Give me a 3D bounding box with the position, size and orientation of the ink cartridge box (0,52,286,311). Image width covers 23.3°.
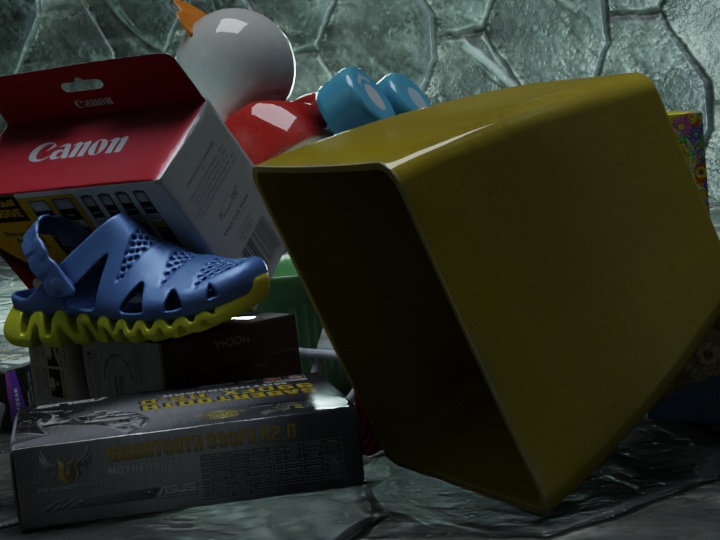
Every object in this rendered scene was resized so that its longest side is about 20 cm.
[{"bbox_3d":[-0.177,-0.055,1.230,0.199,0.176,0.084,-4,45,36],"label":"ink cartridge box"}]

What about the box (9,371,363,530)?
[{"bbox_3d":[-0.108,0.105,1.052,0.199,0.049,0.158,-6,5,-8],"label":"box"}]

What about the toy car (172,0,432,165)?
[{"bbox_3d":[-0.077,-0.138,1.381,0.184,0.201,0.177,-37,-11,21],"label":"toy car"}]

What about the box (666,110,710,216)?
[{"bbox_3d":[0.151,-0.015,1.301,0.199,0.194,0.122,-6,5,-1],"label":"box"}]

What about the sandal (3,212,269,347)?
[{"bbox_3d":[-0.155,0.003,1.156,0.199,0.088,0.079,-4,7,21],"label":"sandal"}]

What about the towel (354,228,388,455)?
[{"bbox_3d":[0.046,0.033,1.139,0.022,0.146,0.200,3,7,27],"label":"towel"}]

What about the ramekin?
[{"bbox_3d":[-0.036,0.042,1.404,0.199,0.098,0.200,-5,5,0],"label":"ramekin"}]

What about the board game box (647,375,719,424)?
[{"bbox_3d":[0.303,0.063,1.123,0.199,0.041,0.153,-10,6,-41],"label":"board game box"}]

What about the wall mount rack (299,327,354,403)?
[{"bbox_3d":[0.000,0.000,1.221,0.074,0.201,0.173,26,-16,-34],"label":"wall mount rack"}]

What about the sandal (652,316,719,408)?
[{"bbox_3d":[0.179,0.051,1.066,0.077,0.070,0.211,31,-12,-27],"label":"sandal"}]

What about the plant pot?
[{"bbox_3d":[0.085,-0.009,0.973,0.176,0.201,0.200,-30,14,-20],"label":"plant pot"}]

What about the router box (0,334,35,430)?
[{"bbox_3d":[-0.300,0.088,1.420,0.199,0.051,0.149,-2,8,36],"label":"router box"}]

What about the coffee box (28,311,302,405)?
[{"bbox_3d":[-0.140,0.075,1.240,0.113,0.080,0.200,-10,7,-35],"label":"coffee box"}]

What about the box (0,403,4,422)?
[{"bbox_3d":[-0.340,0.079,1.043,0.199,0.049,0.158,-6,-28,35],"label":"box"}]
